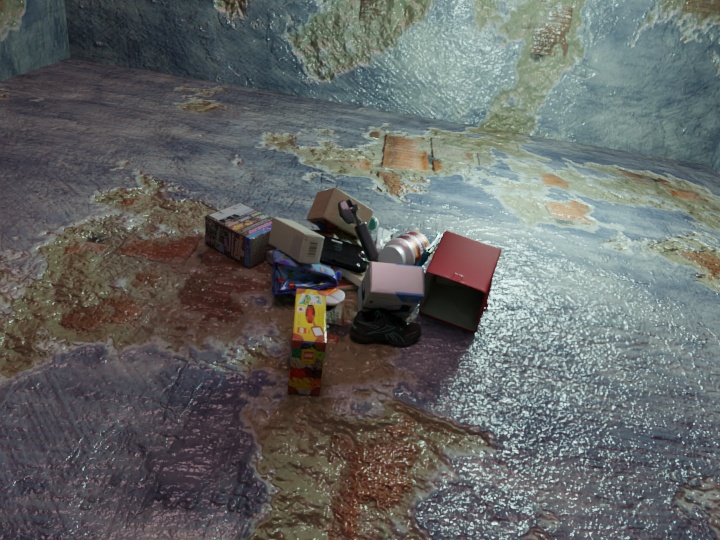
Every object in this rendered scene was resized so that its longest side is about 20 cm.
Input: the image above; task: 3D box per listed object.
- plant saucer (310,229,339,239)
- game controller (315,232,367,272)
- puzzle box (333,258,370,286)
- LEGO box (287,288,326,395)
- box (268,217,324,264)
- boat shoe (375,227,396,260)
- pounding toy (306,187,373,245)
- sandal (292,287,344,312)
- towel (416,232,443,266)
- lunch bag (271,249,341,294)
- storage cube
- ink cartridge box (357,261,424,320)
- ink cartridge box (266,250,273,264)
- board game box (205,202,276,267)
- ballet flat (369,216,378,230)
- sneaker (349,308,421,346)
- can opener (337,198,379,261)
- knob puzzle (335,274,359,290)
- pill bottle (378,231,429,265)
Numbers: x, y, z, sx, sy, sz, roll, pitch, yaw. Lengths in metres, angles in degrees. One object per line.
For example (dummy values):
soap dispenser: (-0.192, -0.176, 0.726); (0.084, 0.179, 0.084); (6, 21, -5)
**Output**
plant saucer: (-0.154, -0.091, 1.797); (0.193, 0.036, 0.201); (-2, 17, 1)
game controller: (-0.070, -0.054, 1.708); (0.195, 0.043, 0.106); (16, 33, -22)
puzzle box: (0.000, 0.000, 1.758); (0.197, 0.026, 0.132); (33, 30, 22)
LEGO box: (-0.123, 0.163, 1.359); (0.075, 0.153, 0.202); (5, 29, -6)
box: (-0.183, -0.085, 1.637); (0.067, 0.085, 0.199); (5, 15, -36)
boat shoe: (0.089, -0.082, 1.925); (0.083, 0.077, 0.203); (12, 20, 1)
pounding toy: (-0.052, -0.149, 1.880); (0.197, 0.146, 0.183); (28, -10, -24)
sandal: (-0.112, 0.084, 1.598); (0.078, 0.061, 0.204); (-21, 19, -36)
towel: (0.165, -0.009, 1.691); (0.021, 0.202, 0.147); (36, 34, 6)
lunch bag: (-0.150, 0.003, 1.642); (0.193, 0.097, 0.151); (1, 15, -9)
storage cube: (0.276, 0.029, 1.633); (0.195, 0.174, 0.181); (19, 48, 16)
ink cartridge box: (0.076, 0.060, 1.538); (0.140, 0.201, 0.086); (4, 67, -8)
ink cartridge box: (-0.182, -0.053, 1.802); (0.196, 0.041, 0.098); (-16, 22, -38)
board game box: (-0.360, -0.114, 1.818); (0.196, 0.099, 0.158); (26, 34, 26)
ballet flat: (-0.025, -0.191, 2.090); (0.195, 0.071, 0.070); (20, 31, 10)
sneaker: (0.071, 0.145, 1.518); (0.193, 0.081, 0.076); (2, 30, -16)
can opener: (-0.011, -0.120, 1.778); (0.065, 0.205, 0.053); (-23, 1, -18)
knob puzzle: (-0.107, 0.003, 1.758); (0.212, 0.031, 0.222); (7, 30, -4)
pill bottle: (0.133, -0.049, 1.802); (0.111, 0.116, 0.199); (22, 22, 22)
